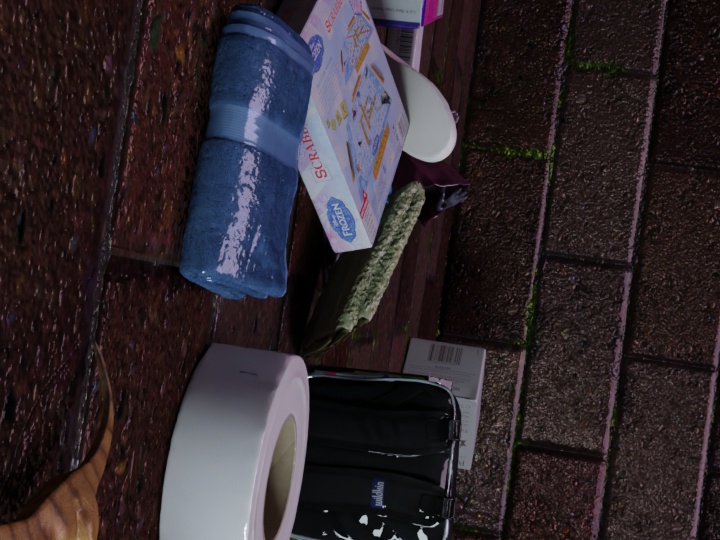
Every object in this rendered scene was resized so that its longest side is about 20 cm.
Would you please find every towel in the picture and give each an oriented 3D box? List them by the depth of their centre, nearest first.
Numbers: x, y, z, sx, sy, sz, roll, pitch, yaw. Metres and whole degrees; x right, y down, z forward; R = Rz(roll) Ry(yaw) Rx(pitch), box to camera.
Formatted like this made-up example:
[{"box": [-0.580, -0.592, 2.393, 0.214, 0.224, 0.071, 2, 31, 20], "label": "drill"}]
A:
[{"box": [-0.078, -0.082, 0.858, 0.112, 0.048, 0.203, 28, 71, -68], "label": "towel"}, {"box": [0.000, 0.000, 1.281, 0.148, 0.036, 0.202, -36, -156, 58], "label": "towel"}]

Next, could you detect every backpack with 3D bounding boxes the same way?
[{"box": [-0.003, 0.188, 1.158, 0.151, 0.197, 0.180, 73, 21, -79], "label": "backpack"}]

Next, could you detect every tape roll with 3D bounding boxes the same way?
[{"box": [-0.096, 0.162, 0.940, 0.202, 0.070, 0.206, 8, 90, -81], "label": "tape roll"}]

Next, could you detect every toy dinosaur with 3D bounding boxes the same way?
[{"box": [-0.148, 0.123, 0.593, 0.200, 0.059, 0.108, -58, 153, -70], "label": "toy dinosaur"}]

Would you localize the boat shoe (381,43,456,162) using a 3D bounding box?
[{"box": [0.045, -0.177, 1.229, 0.068, 0.200, 0.072, 19, 110, -50], "label": "boat shoe"}]

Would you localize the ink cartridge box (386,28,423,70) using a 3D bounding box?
[{"box": [0.070, -0.295, 1.709, 0.200, 0.056, 0.165, -37, 134, -72], "label": "ink cartridge box"}]

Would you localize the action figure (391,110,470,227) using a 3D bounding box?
[{"box": [0.062, -0.148, 1.566, 0.149, 0.133, 0.201, -49, -131, 28], "label": "action figure"}]

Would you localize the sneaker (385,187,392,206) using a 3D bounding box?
[{"box": [-0.007, -0.139, 1.215, 0.201, 0.081, 0.074, 83, 19, -56], "label": "sneaker"}]

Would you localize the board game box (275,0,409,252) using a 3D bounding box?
[{"box": [-0.019, -0.157, 1.053, 0.201, 0.041, 0.201, -72, 147, -49], "label": "board game box"}]

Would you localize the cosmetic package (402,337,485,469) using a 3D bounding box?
[{"box": [0.167, 0.277, 2.448, 0.167, 0.165, 0.202, -73, 166, -51], "label": "cosmetic package"}]

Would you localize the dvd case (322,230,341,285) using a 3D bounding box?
[{"box": [-0.016, -0.062, 1.443, 0.150, 0.016, 0.202, 89, 12, -46], "label": "dvd case"}]

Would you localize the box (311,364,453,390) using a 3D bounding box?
[{"box": [0.006, 0.208, 1.305, 0.047, 0.198, 0.196, 19, 77, -40], "label": "box"}]

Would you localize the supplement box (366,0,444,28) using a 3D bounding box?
[{"box": [0.035, -0.322, 1.271, 0.200, 0.100, 0.105, -55, 151, -73], "label": "supplement box"}]
